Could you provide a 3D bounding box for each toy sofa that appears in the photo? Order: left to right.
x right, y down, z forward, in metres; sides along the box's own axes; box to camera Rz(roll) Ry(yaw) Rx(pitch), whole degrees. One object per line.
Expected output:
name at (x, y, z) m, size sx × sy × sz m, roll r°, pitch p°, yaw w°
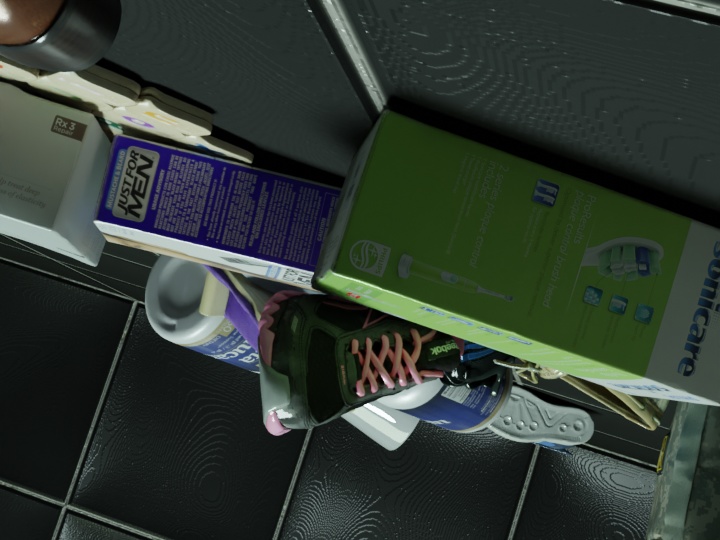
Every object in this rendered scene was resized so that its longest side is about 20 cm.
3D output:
toy sofa at (-0.079, 0.039, 1.075) m, size 0.097 × 0.083 × 0.200 m, roll 1°, pitch -157°, yaw -30°

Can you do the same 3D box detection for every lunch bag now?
lunch bag at (0.318, 0.178, 1.114) m, size 0.117 × 0.165 × 0.200 m, roll 6°, pitch 166°, yaw 45°

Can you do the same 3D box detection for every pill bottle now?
pill bottle at (-0.114, 0.042, 1.327) m, size 0.111 × 0.112 × 0.200 m, roll 12°, pitch 171°, yaw 38°
pill bottle at (0.066, 0.097, 1.348) m, size 0.111 × 0.112 × 0.200 m, roll 12°, pitch 170°, yaw 39°

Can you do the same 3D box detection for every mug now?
mug at (0.009, 0.181, 2.020) m, size 0.153 × 0.150 × 0.187 m, roll 28°, pitch 164°, yaw -12°

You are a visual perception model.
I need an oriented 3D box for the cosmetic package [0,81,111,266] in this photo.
cosmetic package at (-0.227, -0.065, 0.865) m, size 0.112 × 0.082 × 0.200 m, roll 18°, pitch 175°, yaw 0°

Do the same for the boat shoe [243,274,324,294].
boat shoe at (0.000, 0.000, 0.991) m, size 0.199 × 0.066 × 0.070 m, roll 16°, pitch 140°, yaw 26°

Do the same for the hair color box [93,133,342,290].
hair color box at (-0.071, -0.031, 0.870) m, size 0.199 × 0.065 × 0.109 m, roll 15°, pitch 173°, yaw -5°

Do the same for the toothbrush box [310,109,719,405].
toothbrush box at (0.083, -0.001, 0.675) m, size 0.199 × 0.087 × 0.146 m, roll 20°, pitch 175°, yaw -4°

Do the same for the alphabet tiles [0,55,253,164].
alphabet tiles at (-0.171, -0.105, 0.819) m, size 0.195 × 0.015 × 0.200 m, roll 20°, pitch 173°, yaw -30°

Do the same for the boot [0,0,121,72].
boot at (-0.223, -0.136, 0.510) m, size 0.188 × 0.069 × 0.200 m, roll 14°, pitch 171°, yaw 33°

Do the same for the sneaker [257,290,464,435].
sneaker at (0.007, 0.047, 0.753) m, size 0.095 × 0.079 × 0.200 m, roll 1°, pitch -172°, yaw 20°

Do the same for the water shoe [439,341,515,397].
water shoe at (0.093, 0.068, 1.190) m, size 0.071 × 0.079 × 0.200 m, roll 13°, pitch 171°, yaw 35°

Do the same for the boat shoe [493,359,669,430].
boat shoe at (0.187, 0.080, 1.113) m, size 0.199 × 0.063 × 0.073 m, roll 21°, pitch 172°, yaw -17°

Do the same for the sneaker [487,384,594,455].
sneaker at (0.244, 0.225, 1.973) m, size 0.199 × 0.081 × 0.146 m, roll 14°, pitch 169°, yaw -11°
